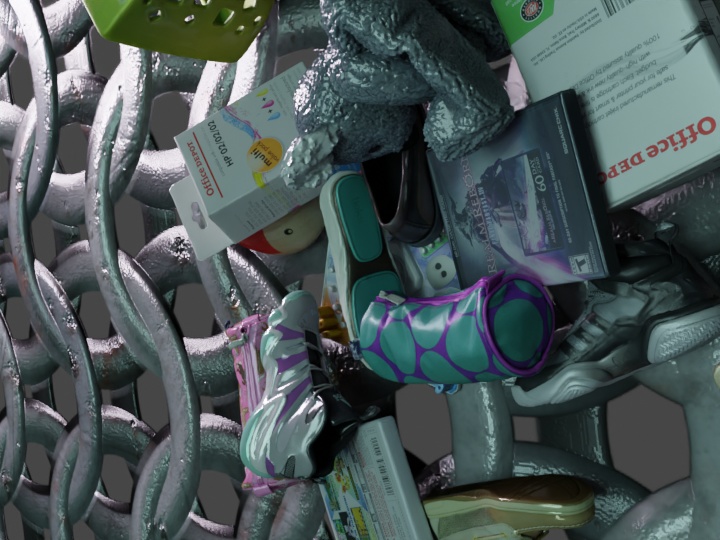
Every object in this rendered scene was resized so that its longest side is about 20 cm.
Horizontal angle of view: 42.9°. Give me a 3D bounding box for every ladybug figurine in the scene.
[{"bbox_3d":[-0.124,-0.086,1.044,0.200,0.072,0.136,18,109,40],"label":"ladybug figurine"}]

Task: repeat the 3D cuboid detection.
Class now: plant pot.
[{"bbox_3d":[-0.185,-0.363,0.979,0.181,0.200,0.199,-38,71,32],"label":"plant pot"}]

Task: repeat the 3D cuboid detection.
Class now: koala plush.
[{"bbox_3d":[0.009,-0.165,0.789,0.184,0.178,0.200,33,136,-18],"label":"koala plush"}]

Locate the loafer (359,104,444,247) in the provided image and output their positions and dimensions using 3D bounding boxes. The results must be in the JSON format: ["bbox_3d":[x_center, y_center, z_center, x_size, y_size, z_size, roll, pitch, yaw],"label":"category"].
[{"bbox_3d":[0.027,-0.119,0.882,0.072,0.063,0.200,-31,64,33],"label":"loafer"}]

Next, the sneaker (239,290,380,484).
[{"bbox_3d":[-0.038,0.122,0.947,0.140,0.078,0.201,3,79,35],"label":"sneaker"}]

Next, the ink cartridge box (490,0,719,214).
[{"bbox_3d":[0.210,-0.159,0.710,0.146,0.084,0.200,-28,77,43],"label":"ink cartridge box"}]

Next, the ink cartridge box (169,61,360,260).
[{"bbox_3d":[-0.114,-0.111,0.951,0.200,0.068,0.115,-30,60,4],"label":"ink cartridge box"}]

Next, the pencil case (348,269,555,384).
[{"bbox_3d":[0.077,0.052,0.804,0.200,0.085,0.093,-13,108,57],"label":"pencil case"}]

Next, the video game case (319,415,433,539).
[{"bbox_3d":[0.016,0.264,0.973,0.182,0.022,0.200,-31,75,58],"label":"video game case"}]

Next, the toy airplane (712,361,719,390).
[{"bbox_3d":[0.354,0.021,0.588,0.199,0.141,0.200,13,122,4],"label":"toy airplane"}]

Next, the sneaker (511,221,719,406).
[{"bbox_3d":[0.198,0.036,0.764,0.200,0.075,0.114,-31,74,36],"label":"sneaker"}]

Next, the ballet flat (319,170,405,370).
[{"bbox_3d":[0.000,0.000,0.917,0.069,0.069,0.201,-8,96,44],"label":"ballet flat"}]

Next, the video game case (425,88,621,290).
[{"bbox_3d":[0.128,-0.055,0.769,0.200,0.019,0.143,-13,91,62],"label":"video game case"}]

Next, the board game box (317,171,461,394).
[{"bbox_3d":[0.031,0.004,0.945,0.200,0.026,0.201,21,110,40],"label":"board game box"}]

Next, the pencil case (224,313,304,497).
[{"bbox_3d":[-0.104,0.150,1.040,0.083,0.086,0.201,-20,76,59],"label":"pencil case"}]

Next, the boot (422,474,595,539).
[{"bbox_3d":[0.149,0.274,0.845,0.200,0.072,0.155,-22,81,50],"label":"boot"}]
